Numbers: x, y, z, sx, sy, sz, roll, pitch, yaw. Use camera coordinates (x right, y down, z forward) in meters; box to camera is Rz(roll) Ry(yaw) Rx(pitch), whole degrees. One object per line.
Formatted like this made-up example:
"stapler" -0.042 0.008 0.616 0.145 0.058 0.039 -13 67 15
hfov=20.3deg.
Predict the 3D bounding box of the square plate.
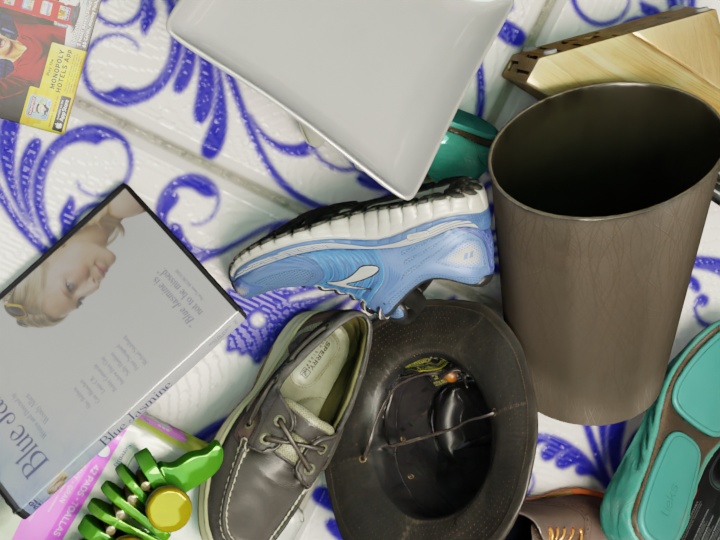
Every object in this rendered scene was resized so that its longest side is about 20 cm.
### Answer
"square plate" -0.012 -0.170 1.353 0.198 0.028 0.200 35 57 -11

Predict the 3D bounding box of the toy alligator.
"toy alligator" -0.169 0.182 1.333 0.054 0.059 0.200 39 91 -16

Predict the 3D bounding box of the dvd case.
"dvd case" -0.191 0.051 1.351 0.200 0.018 0.143 -43 61 -4

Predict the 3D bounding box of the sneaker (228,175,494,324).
"sneaker" 0.000 0.000 1.366 0.199 0.079 0.089 -10 102 29

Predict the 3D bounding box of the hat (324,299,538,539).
"hat" 0.063 0.123 1.413 0.081 0.200 0.201 25 94 -51

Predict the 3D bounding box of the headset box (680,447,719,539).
"headset box" 0.305 0.164 1.434 0.077 0.200 0.149 38 67 -14

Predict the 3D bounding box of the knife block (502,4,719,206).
"knife block" 0.219 -0.094 1.445 0.199 0.064 0.176 -16 101 -10

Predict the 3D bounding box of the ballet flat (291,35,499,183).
"ballet flat" 0.000 -0.107 1.395 0.200 0.067 0.071 26 107 -13

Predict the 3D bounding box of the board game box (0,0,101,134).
"board game box" -0.265 -0.213 1.318 0.199 0.062 0.201 16 95 -14

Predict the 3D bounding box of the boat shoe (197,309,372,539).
"boat shoe" -0.048 0.106 1.373 0.072 0.066 0.201 36 59 -17

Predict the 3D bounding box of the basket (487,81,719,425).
"basket" 0.161 -0.003 1.380 0.180 0.136 0.200 -29 137 -33

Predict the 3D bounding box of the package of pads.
"package of pads" -0.156 0.180 1.402 0.200 0.068 0.155 31 92 -16

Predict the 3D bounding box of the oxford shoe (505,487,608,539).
"oxford shoe" 0.136 0.200 1.468 0.199 0.073 0.072 4 98 -14

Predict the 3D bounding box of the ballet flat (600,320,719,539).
"ballet flat" 0.226 0.118 1.464 0.067 0.070 0.200 39 64 -20
